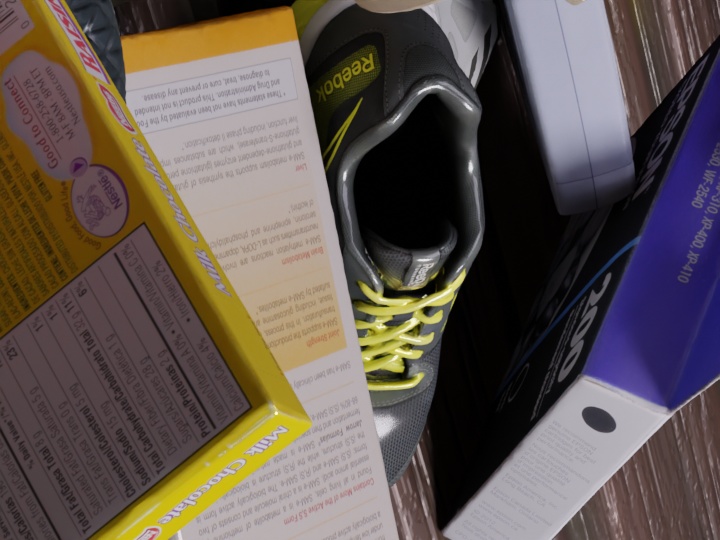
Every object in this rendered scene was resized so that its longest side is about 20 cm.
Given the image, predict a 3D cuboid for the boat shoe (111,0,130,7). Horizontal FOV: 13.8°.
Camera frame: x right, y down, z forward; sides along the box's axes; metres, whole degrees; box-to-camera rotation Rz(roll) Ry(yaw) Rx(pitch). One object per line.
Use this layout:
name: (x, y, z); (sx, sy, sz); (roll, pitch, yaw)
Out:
boat shoe: (-0.100, -0.108, 0.903); (0.201, 0.074, 0.063); (-27, 88, -50)

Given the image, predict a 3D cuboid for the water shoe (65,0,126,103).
water shoe: (-0.118, 0.001, 0.841); (0.071, 0.079, 0.200); (-14, 112, -65)

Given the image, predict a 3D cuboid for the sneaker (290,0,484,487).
sneaker: (0.000, 0.000, 1.013); (0.074, 0.085, 0.200); (-8, 120, -16)

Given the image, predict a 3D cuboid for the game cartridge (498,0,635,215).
game cartridge: (0.066, -0.115, 1.125); (0.200, 0.041, 0.133); (71, 8, -56)

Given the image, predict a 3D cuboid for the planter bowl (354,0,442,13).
planter bowl: (0.025, -0.196, 0.894); (0.135, 0.200, 0.200); (44, 50, -21)

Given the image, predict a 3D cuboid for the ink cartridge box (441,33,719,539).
ink cartridge box: (0.115, -0.001, 1.175); (0.043, 0.200, 0.198); (30, 54, -6)

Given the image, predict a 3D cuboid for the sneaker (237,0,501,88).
sneaker: (0.001, -0.121, 1.084); (0.115, 0.076, 0.201); (-50, 141, -60)

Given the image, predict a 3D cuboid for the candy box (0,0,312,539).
candy box: (-0.099, -0.010, 0.762); (0.026, 0.102, 0.200); (24, 30, -58)

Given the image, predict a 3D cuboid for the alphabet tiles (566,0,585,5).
alphabet tiles: (0.013, -0.188, 0.759); (0.167, 0.008, 0.200); (30, 57, -24)

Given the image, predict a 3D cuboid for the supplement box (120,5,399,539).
supplement box: (-0.062, 0.025, 0.937); (0.126, 0.073, 0.200); (-17, 98, -59)
